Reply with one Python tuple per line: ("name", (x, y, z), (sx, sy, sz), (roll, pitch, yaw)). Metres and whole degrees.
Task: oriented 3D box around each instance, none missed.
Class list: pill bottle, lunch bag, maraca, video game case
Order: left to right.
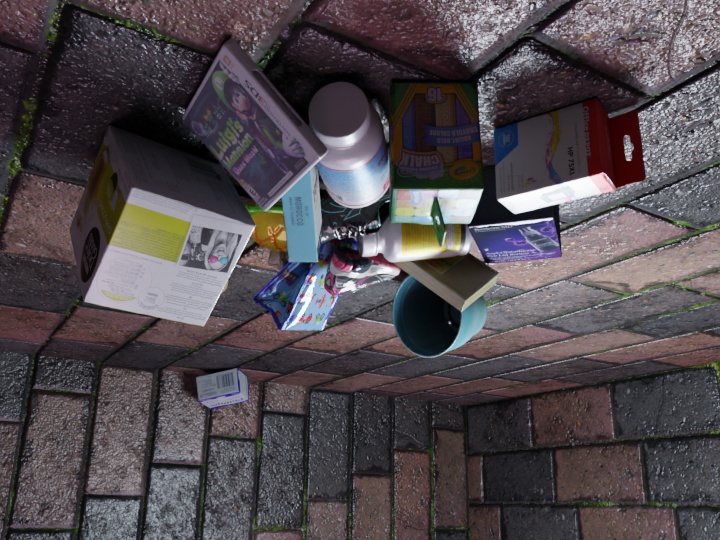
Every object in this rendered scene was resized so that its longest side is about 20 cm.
("video game case", (-0.150, -0.186, 0.945), (0.182, 0.023, 0.199), (49, 148, -8))
("maraca", (-0.162, -0.093, 1.253), (0.195, 0.110, 0.137), (8, 162, -17))
("lunch bag", (-0.081, 0.008, 1.304), (0.201, 0.094, 0.150), (-53, 156, 14))
("pill bottle", (-0.016, -0.177, 0.996), (0.106, 0.111, 0.200), (-1, 162, 7))
("pill bottle", (0.093, -0.074, 1.247), (0.195, 0.114, 0.112), (-6, 163, -10))

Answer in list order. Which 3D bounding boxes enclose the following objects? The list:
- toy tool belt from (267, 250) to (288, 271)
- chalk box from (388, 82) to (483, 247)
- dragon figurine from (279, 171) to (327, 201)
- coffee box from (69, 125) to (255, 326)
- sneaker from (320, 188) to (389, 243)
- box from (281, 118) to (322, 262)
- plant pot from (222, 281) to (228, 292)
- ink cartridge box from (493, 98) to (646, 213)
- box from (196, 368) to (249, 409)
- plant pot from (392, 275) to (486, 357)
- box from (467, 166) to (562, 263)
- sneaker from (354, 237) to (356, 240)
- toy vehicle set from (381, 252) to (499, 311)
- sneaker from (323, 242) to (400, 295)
("toy tool belt", (-0.083, -0.026, 1.427), (0.197, 0.128, 0.122), (15, 166, -37))
("chalk box", (0.098, -0.137, 0.958), (0.121, 0.205, 0.125), (1, 162, 0))
("dragon figurine", (-0.117, -0.151, 1.154), (0.098, 0.060, 0.199), (-10, 158, 31))
("coffee box", (-0.314, -0.065, 1.080), (0.197, 0.200, 0.200), (15, 115, -37))
("sneaker", (-0.014, -0.092, 1.162), (0.198, 0.080, 0.076), (-34, 153, 0))
("box", (-0.091, -0.119, 1.058), (0.048, 0.083, 0.204), (0, 125, 4))
("plant pot", (-0.297, -0.057, 1.325), (0.092, 0.203, 0.200), (-35, -177, -33))
("ink cartridge box", (0.295, -0.165, 0.999), (0.197, 0.119, 0.067), (-13, 157, 34))
("box", (-0.586, 0.508, 2.985), (0.180, 0.107, 0.201), (-12, 159, 1))
("plant pot", (0.209, 0.099, 1.693), (0.197, 0.205, 0.186), (-14, 172, 39))
("box", (0.272, -0.097, 1.222), (0.145, 0.107, 0.200), (-5, 161, 20))
("sneaker", (0.017, -0.076, 1.356), (0.086, 0.076, 0.199), (-4, 161, 33))
("toy vehicle set", (0.148, -0.014, 1.309), (0.123, 0.199, 0.027), (-30, 146, -41))
("sneaker", (0.000, 0.000, 1.295), (0.080, 0.076, 0.198), (39, -158, 29))
